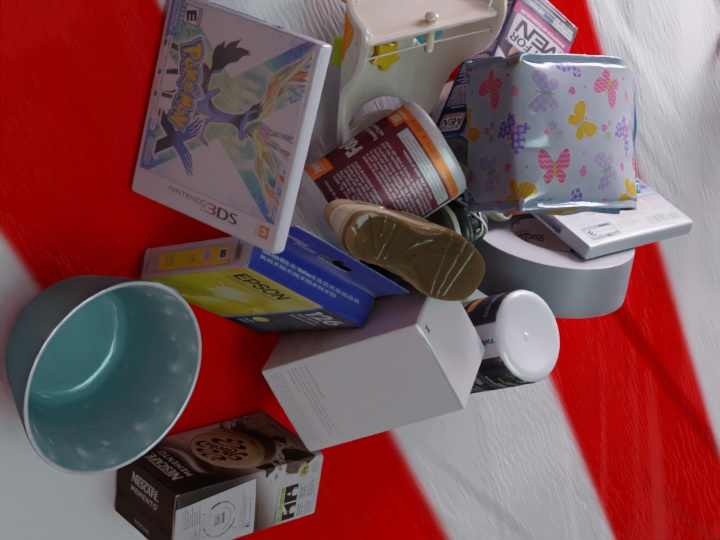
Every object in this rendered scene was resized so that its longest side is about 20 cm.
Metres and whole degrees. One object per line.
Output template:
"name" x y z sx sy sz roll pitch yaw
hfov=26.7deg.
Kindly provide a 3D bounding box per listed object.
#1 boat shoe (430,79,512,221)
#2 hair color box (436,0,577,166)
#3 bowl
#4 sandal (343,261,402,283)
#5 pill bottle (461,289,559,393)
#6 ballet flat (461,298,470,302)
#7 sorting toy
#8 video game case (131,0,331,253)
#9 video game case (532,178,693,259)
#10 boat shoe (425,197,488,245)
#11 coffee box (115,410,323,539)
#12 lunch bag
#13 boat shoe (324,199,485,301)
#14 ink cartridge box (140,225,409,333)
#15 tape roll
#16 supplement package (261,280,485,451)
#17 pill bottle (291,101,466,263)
"boat shoe" 0.134 -0.139 1.770 0.075 0.068 0.201 -45 136 -17
"hair color box" 0.164 -0.211 1.712 0.100 0.060 0.202 32 72 -31
"bowl" -0.263 0.085 1.475 0.200 0.105 0.203 -22 126 -34
"sandal" -0.001 0.000 1.650 0.043 0.199 0.076 63 20 -10
"pill bottle" 0.127 0.090 1.763 0.105 0.199 0.108 11 73 -38
"ballet flat" 0.129 0.072 1.883 0.070 0.069 0.200 -51 137 -10
"sorting toy" 0.035 -0.217 1.616 0.199 0.107 0.181 -19 137 -35
"video game case" -0.126 -0.141 1.431 0.022 0.181 0.202 -12 121 -58
"video game case" 0.281 -0.088 1.859 0.199 0.182 0.024 -13 134 -39
"boat shoe" 0.111 -0.055 1.711 0.067 0.200 0.073 -14 92 -1
"coffee box" -0.154 0.230 1.657 0.199 0.113 0.081 -11 120 -41
"lunch bag" 0.215 -0.143 1.637 0.198 0.127 0.172 -4 93 -31
"boat shoe" 0.049 -0.028 1.557 0.199 0.064 0.072 26 99 -40
"ink cartridge box" -0.086 0.016 1.548 0.197 0.198 0.048 29 64 -47
"tape roll" 0.227 -0.014 1.831 0.199 0.200 0.067 -13 120 -39
"supplement package" 0.016 0.097 1.649 0.118 0.198 0.117 60 30 -21
"pill bottle" 0.002 -0.080 1.611 0.199 0.114 0.115 -33 134 -4
